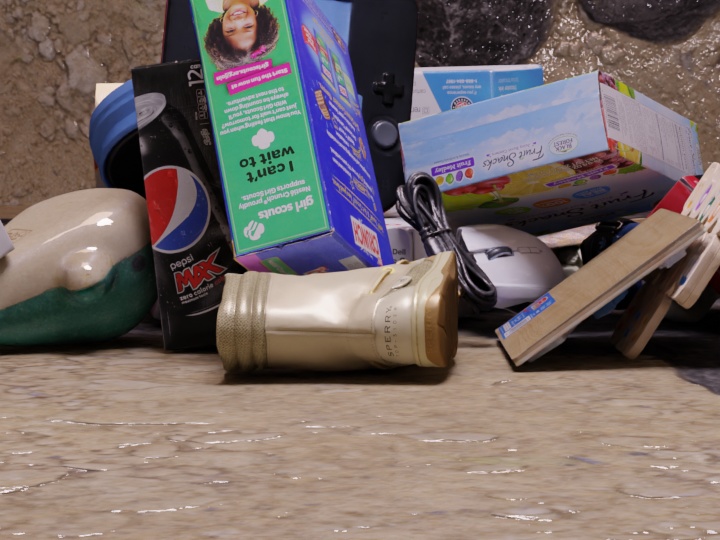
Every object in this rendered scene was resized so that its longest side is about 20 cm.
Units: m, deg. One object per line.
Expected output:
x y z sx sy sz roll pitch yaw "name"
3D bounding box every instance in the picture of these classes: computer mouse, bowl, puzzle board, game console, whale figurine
0.104 -0.009 1.739 0.044 0.110 0.200 -39 -25 19 "computer mouse"
-0.112 -0.099 1.849 0.199 0.040 0.201 -6 -26 -3 "bowl"
0.161 0.012 1.606 0.150 0.017 0.200 -37 3 2 "puzzle board"
-0.055 -0.136 1.759 0.199 0.178 0.031 8 -6 -21 "game console"
-0.226 0.019 1.692 0.200 0.104 0.159 -35 24 -34 "whale figurine"

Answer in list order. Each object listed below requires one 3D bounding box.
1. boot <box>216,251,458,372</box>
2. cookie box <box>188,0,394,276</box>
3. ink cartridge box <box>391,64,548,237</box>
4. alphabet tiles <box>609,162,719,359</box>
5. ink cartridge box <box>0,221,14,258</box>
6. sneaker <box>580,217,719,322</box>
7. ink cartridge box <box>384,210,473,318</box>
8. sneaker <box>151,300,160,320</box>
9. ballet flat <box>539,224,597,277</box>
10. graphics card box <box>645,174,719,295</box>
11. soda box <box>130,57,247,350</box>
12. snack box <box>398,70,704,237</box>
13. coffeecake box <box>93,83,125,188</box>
-0.013 0.029 1.549 0.154 0.073 0.200 -2 7 6 "boot"
-0.046 -0.087 1.628 0.075 0.201 0.171 -16 -19 12 "cookie box"
0.084 -0.077 2.075 0.144 0.202 0.084 2 9 37 "ink cartridge box"
0.231 -0.026 1.595 0.015 0.196 0.200 33 3 -3 "alphabet tiles"
-0.353 0.006 1.627 0.200 0.068 0.115 -35 21 -27 "ink cartridge box"
0.219 -0.001 1.850 0.110 0.077 0.200 -1 7 23 "sneaker"
0.000 0.000 1.811 0.145 0.085 0.200 1 5 18 "ink cartridge box"
-0.111 0.003 1.917 0.088 0.081 0.200 6 10 5 "sneaker"
0.162 0.005 1.958 0.199 0.069 0.067 -8 26 -19 "ballet flat"
0.303 -0.017 1.780 0.125 0.051 0.200 46 23 16 "graphics card box"
-0.113 -0.048 1.671 0.063 0.202 0.071 -7 2 12 "soda box"
0.149 -0.082 1.788 0.168 0.068 0.200 -13 -13 28 "snack box"
-0.148 -0.067 2.030 0.152 0.201 0.073 -1 49 -2 "coffeecake box"
